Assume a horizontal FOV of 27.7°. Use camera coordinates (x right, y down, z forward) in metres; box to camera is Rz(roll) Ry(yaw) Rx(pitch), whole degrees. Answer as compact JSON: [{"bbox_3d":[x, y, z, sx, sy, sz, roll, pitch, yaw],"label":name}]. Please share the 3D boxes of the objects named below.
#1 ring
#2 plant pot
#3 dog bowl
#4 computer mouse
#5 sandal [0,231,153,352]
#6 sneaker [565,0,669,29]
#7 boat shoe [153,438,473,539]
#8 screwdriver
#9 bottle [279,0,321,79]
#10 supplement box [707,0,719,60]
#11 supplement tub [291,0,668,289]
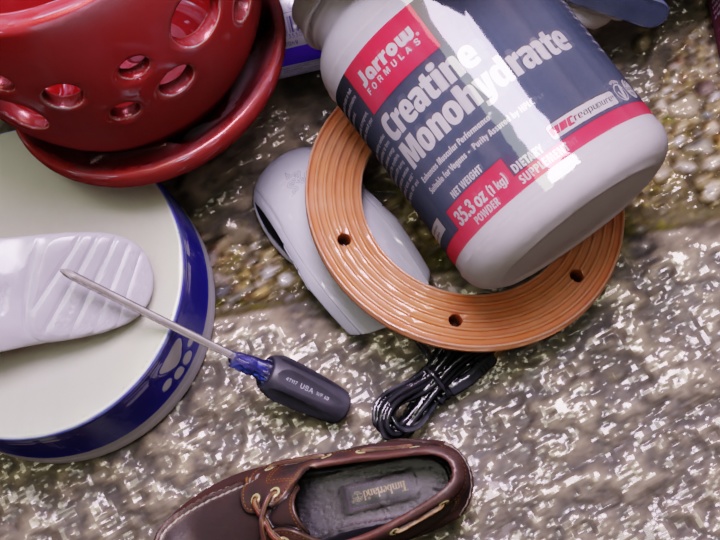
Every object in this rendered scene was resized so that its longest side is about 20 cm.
[{"bbox_3d":[0.064,-0.041,0.900,0.200,0.019,0.201,3,64,-6],"label":"ring"},{"bbox_3d":[-0.149,-0.157,0.824,0.200,0.183,0.201,-7,58,10],"label":"plant pot"},{"bbox_3d":[-0.195,0.015,0.912,0.199,0.079,0.201,-2,74,7],"label":"dog bowl"},{"bbox_3d":[0.000,0.000,0.908,0.110,0.044,0.200,-39,73,-4],"label":"computer mouse"},{"bbox_3d":[-0.225,0.017,0.850,0.206,0.059,0.079,-3,90,-14],"label":"sandal"},{"bbox_3d":[0.115,-0.212,0.846,0.146,0.200,0.081,-30,48,31],"label":"sneaker"},{"bbox_3d":[-0.032,0.141,0.860,0.199,0.070,0.071,-19,76,3],"label":"boat shoe"},{"bbox_3d":[-0.091,0.047,0.859,0.200,0.028,0.029,24,106,-25],"label":"screwdriver"},{"bbox_3d":[0.004,-0.181,0.948,0.199,0.065,0.084,-13,78,3],"label":"bottle"},{"bbox_3d":[0.252,-0.220,0.900,0.061,0.109,0.201,-4,74,-8],"label":"supplement box"},{"bbox_3d":[0.066,-0.104,0.833,0.140,0.140,0.200,-35,78,-3],"label":"supplement tub"}]
